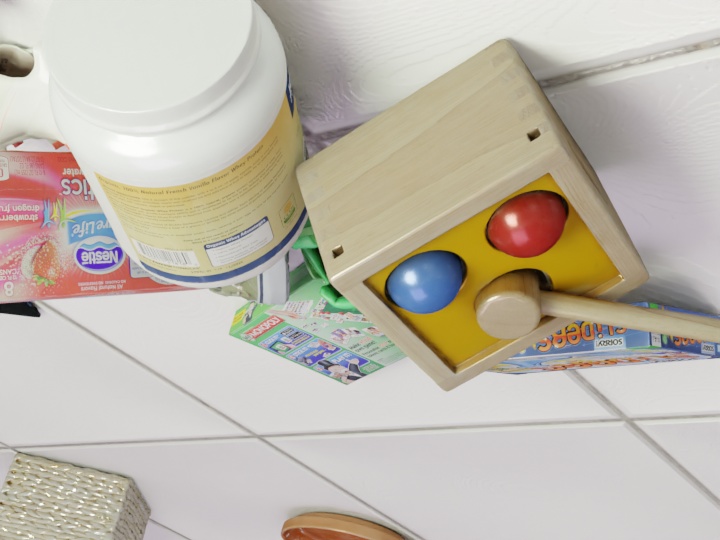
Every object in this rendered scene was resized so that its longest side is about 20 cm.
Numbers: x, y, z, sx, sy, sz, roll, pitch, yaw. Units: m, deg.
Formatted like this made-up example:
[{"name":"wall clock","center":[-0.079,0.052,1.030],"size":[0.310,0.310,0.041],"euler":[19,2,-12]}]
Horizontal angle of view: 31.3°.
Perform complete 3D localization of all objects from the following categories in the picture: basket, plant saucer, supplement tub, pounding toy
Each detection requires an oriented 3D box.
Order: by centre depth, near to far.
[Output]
[{"name":"supplement tub","center":[-0.110,-0.092,0.806],"size":[0.144,0.145,0.200],"euler":[9,154,11]},{"name":"pounding toy","center":[0.099,-0.011,0.812],"size":[0.184,0.143,0.200],"euler":[-30,138,14]},{"name":"plant saucer","center":[-0.014,0.387,1.836],"size":[0.199,0.032,0.201],"euler":[12,153,6]},{"name":"basket","center":[-0.435,0.389,1.911],"size":[0.199,0.161,0.198],"euler":[10,154,7]}]

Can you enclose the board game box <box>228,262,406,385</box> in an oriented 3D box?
[{"name":"board game box","center":[-0.020,0.047,1.167],"size":[0.134,0.029,0.200],"euler":[26,152,-20]}]

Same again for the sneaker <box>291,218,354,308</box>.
[{"name":"sneaker","center":[0.000,0.000,1.002],"size":[0.074,0.084,0.200],"euler":[-6,148,35]}]

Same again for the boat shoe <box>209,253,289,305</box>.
[{"name":"boat shoe","center":[-0.090,-0.003,1.016],"size":[0.062,0.072,0.200],"euler":[-1,169,-8]}]

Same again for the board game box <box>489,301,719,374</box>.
[{"name":"board game box","center":[0.171,0.057,1.030],"size":[0.199,0.035,0.135],"euler":[-9,168,39]}]

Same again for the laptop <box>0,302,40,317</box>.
[{"name":"laptop","center":[-0.451,0.032,1.277],"size":[0.176,0.104,0.200],"euler":[5,153,19]}]

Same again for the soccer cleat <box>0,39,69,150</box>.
[{"name":"soccer cleat","center":[-0.254,-0.123,0.926],"size":[0.199,0.069,0.078],"euler":[-4,121,44]}]

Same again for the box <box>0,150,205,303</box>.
[{"name":"box","center":[-0.205,-0.029,0.928],"size":[0.094,0.103,0.200],"euler":[-6,180,42]}]
